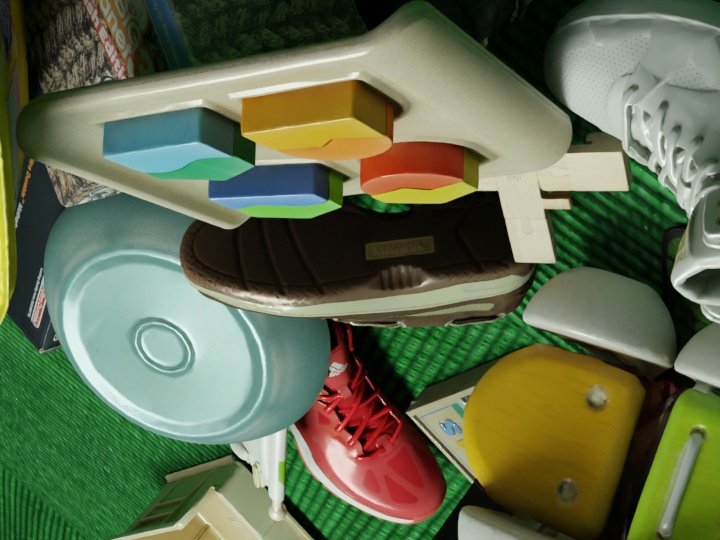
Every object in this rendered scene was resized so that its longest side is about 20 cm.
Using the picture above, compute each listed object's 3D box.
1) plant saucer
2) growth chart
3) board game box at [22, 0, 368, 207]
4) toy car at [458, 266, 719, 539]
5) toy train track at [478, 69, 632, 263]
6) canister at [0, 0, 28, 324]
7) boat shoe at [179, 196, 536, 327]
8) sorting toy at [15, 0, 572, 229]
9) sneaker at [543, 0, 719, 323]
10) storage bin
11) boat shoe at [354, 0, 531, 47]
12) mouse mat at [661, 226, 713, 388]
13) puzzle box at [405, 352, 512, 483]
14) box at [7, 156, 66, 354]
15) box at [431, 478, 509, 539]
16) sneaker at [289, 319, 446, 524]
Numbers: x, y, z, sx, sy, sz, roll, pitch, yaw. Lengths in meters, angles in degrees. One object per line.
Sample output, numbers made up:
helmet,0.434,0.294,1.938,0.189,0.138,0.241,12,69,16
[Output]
plant saucer,-0.117,0.039,0.848,0.197,0.036,0.202,11,127,15
growth chart,-0.096,0.059,0.958,0.201,0.018,0.146,53,146,39
board game box,-0.107,-0.143,0.691,0.199,0.096,0.161,-26,85,57
toy car,0.157,0.106,0.712,0.198,0.177,0.149,18,177,34
toy train track,0.044,-0.060,0.707,0.197,0.033,0.116,2,130,26
canister,-0.197,-0.073,0.621,0.201,0.085,0.151,-108,19,-61
boat shoe,0.000,0.006,0.770,0.199,0.076,0.075,2,149,8
sorting toy,-0.023,-0.054,0.612,0.197,0.037,0.185,-10,165,27
sneaker,0.142,-0.045,0.566,0.198,0.116,0.074,23,147,31
storage bin,-0.113,0.287,1.293,0.200,0.094,0.198,48,149,-10
boat shoe,0.008,-0.120,0.676,0.199,0.060,0.074,-5,127,52
mouse mat,0.230,0.071,0.716,0.159,0.008,0.202,22,145,31
puzzle box,0.131,0.144,0.902,0.200,0.025,0.133,46,150,-7
box,-0.222,-0.071,0.918,0.159,0.046,0.201,44,129,24
box,0.102,0.241,0.834,0.147,0.200,0.125,15,140,37
sneaker,-0.012,0.095,0.938,0.199,0.079,0.116,40,161,1
